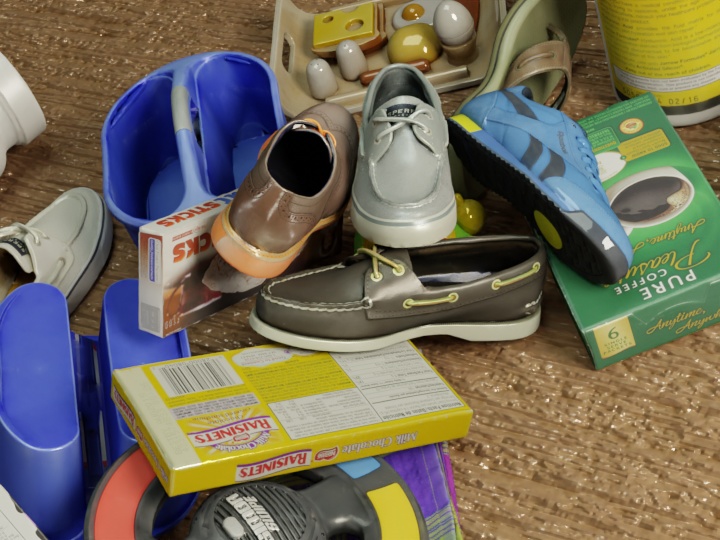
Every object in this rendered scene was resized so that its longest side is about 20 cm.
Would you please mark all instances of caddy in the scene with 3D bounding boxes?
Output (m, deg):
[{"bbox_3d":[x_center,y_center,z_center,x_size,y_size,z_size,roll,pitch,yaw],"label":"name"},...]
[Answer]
[{"bbox_3d":[-0.177,0.096,1.068,0.140,0.106,0.201,-1,40,-13],"label":"caddy"},{"bbox_3d":[-0.120,-0.085,1.214,0.140,0.105,0.201,-17,42,4],"label":"caddy"}]

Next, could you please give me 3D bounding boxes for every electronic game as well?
[{"bbox_3d":[-0.058,0.152,0.926,0.198,0.042,0.201,6,38,-4],"label":"electronic game"}]

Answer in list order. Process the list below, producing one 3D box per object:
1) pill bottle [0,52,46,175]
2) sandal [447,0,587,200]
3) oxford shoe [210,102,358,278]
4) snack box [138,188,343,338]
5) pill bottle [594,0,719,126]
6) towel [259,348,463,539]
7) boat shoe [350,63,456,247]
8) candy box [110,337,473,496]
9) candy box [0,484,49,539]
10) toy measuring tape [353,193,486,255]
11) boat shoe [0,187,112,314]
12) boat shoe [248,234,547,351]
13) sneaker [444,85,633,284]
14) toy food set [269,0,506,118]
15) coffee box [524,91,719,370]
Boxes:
[{"bbox_3d":[-0.366,-0.098,1.338,0.200,0.116,0.115,-39,44,-20],"label":"pill bottle"},{"bbox_3d":[0.124,-0.129,1.196,0.057,0.080,0.202,10,60,37],"label":"sandal"},{"bbox_3d":[-0.032,-0.070,1.069,0.071,0.073,0.200,32,33,-4],"label":"oxford shoe"},{"bbox_3d":[-0.077,-0.020,1.103,0.024,0.072,0.200,16,26,31],"label":"snack box"},{"bbox_3d":[0.217,-0.210,1.146,0.110,0.201,0.112,-12,43,11],"label":"pill bottle"},{"bbox_3d":[-0.013,0.134,1.017,0.143,0.023,0.201,-16,42,5],"label":"towel"},{"bbox_3d":[0.025,-0.083,1.086,0.069,0.072,0.201,-4,28,1],"label":"boat shoe"},{"bbox_3d":[-0.041,0.081,0.984,0.199,0.027,0.102,-8,37,-27],"label":"candy box"},{"bbox_3d":[-0.186,0.202,0.909,0.071,0.168,0.200,-38,44,-18],"label":"candy box"},{"bbox_3d":[0.000,0.000,1.110,0.199,0.074,0.074,-32,42,-16],"label":"toy measuring tape"},{"bbox_3d":[-0.251,-0.001,1.222,0.070,0.070,0.201,4,48,26],"label":"boat shoe"},{"bbox_3d":[0.026,0.009,1.042,0.200,0.061,0.072,-3,30,-21],"label":"boat shoe"},{"bbox_3d":[0.132,-0.067,1.069,0.078,0.066,0.200,-30,41,-9],"label":"sneaker"},{"bbox_3d":[0.023,-0.204,1.326,0.198,0.061,0.144,-11,43,11],"label":"toy food set"},{"bbox_3d":[0.178,-0.031,1.092,0.122,0.044,0.201,-22,41,2],"label":"coffee box"}]
